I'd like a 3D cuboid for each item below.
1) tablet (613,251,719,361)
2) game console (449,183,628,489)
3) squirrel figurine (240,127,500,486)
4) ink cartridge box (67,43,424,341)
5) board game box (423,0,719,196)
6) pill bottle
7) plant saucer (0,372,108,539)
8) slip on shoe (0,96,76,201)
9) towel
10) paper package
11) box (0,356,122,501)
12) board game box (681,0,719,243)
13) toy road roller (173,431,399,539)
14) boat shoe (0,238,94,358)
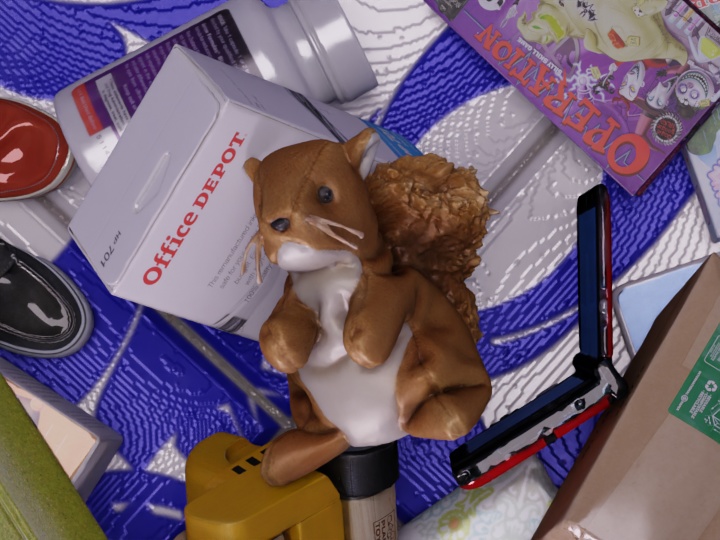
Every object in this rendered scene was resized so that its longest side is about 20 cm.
[{"bbox_3d":[0.259,0.087,1.606,0.130,0.014,0.201,-18,84,2],"label":"tablet"},{"bbox_3d":[0.106,0.043,1.522,0.172,0.200,0.119,-32,88,1],"label":"game console"},{"bbox_3d":[0.000,0.000,1.456,0.141,0.200,0.187,-15,106,32],"label":"squirrel figurine"},{"bbox_3d":[-0.062,-0.038,1.527,0.147,0.199,0.086,-57,40,16],"label":"ink cartridge box"},{"bbox_3d":[0.151,-0.160,1.597,0.200,0.032,0.120,44,109,14],"label":"board game box"},{"bbox_3d":[-0.094,-0.114,1.594,0.199,0.111,0.112,-28,85,2],"label":"pill bottle"},{"bbox_3d":[-0.289,0.159,1.511,0.199,0.048,0.200,-34,86,0],"label":"plant saucer"},{"bbox_3d":[-0.290,-0.094,1.628,0.199,0.061,0.074,15,89,6],"label":"slip on shoe"},{"bbox_3d":[0.098,0.244,1.590,0.171,0.048,0.200,-35,84,-3],"label":"towel"},{"bbox_3d":[0.199,0.115,1.493,0.103,0.191,0.200,31,75,3],"label":"paper package"},{"bbox_3d":[-0.286,0.122,1.591,0.199,0.106,0.153,32,89,5],"label":"box"},{"bbox_3d":[0.299,-0.145,1.606,0.199,0.041,0.200,-20,85,3],"label":"board game box"},{"bbox_3d":[-0.069,0.173,1.517,0.145,0.200,0.124,10,114,36],"label":"toy road roller"},{"bbox_3d":[-0.273,-0.003,1.624,0.199,0.057,0.069,31,88,5],"label":"boat shoe"}]
